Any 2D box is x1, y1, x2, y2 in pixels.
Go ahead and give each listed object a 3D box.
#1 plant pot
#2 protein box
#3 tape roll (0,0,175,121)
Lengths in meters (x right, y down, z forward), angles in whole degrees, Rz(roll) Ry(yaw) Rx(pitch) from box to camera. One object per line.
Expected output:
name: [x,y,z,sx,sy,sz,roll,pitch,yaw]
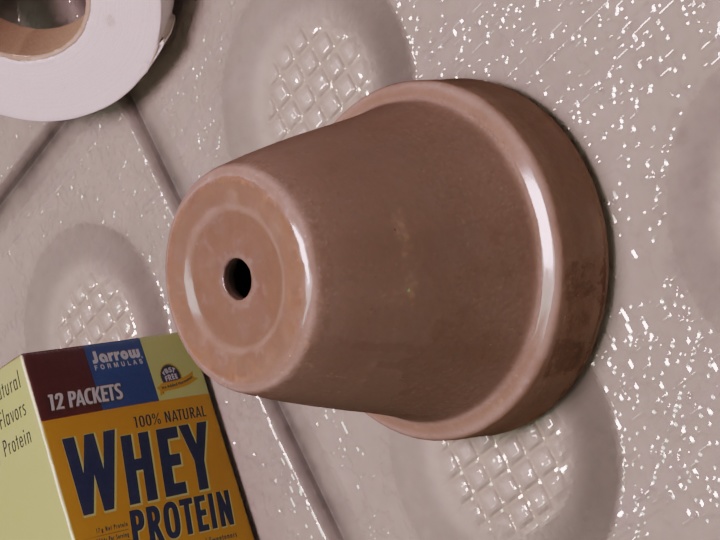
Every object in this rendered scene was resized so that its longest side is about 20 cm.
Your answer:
plant pot: [0.000,0.000,0.929,0.200,0.174,0.201,6,99,43]
protein box: [-0.186,0.171,1.158,0.198,0.135,0.200,-30,74,43]
tape roll: [-0.216,-0.186,1.133,0.202,0.037,0.203,6,129,8]
